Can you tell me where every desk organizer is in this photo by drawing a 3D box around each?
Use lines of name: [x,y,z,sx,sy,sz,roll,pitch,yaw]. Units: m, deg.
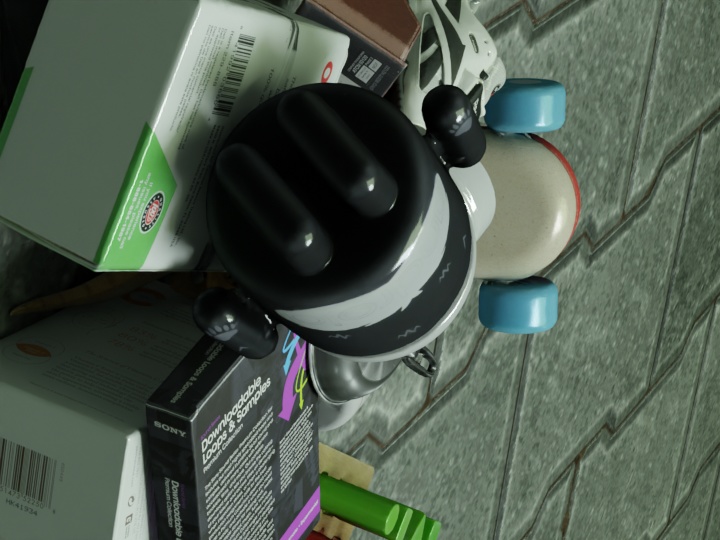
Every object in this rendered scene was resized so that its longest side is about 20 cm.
desk organizer: [-0.024,-0.123,1.347,0.077,0.071,0.200,-61,-173,-33]

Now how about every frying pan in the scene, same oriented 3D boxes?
frying pan: [0.013,0.050,1.321,0.115,0.031,0.191,-58,149,-29]

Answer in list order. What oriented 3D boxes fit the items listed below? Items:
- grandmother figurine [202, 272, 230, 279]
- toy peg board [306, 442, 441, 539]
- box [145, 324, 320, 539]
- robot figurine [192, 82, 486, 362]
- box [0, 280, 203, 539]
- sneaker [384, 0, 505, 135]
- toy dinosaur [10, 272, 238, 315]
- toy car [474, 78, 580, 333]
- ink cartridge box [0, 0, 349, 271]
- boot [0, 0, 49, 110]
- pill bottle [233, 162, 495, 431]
grandmother figurine: [-0.072,-0.017,1.462,0.121,0.060,0.201,49,63,-42]
toy peg board: [-0.023,0.249,1.728,0.201,0.097,0.200,-69,160,-6]
box: [-0.070,0.113,1.255,0.143,0.036,0.201,-51,151,-45]
robot figurine: [-0.010,-0.025,1.139,0.200,0.149,0.126,46,42,-68]
box: [-0.141,0.089,1.282,0.200,0.124,0.098,-30,135,-59]
sneaker: [0.053,-0.113,1.379,0.074,0.088,0.201,120,-25,-58]
toy dinosaur: [-0.111,-0.016,1.305,0.200,0.060,0.106,-41,124,-4]
toy car: [0.091,-0.067,1.687,0.200,0.175,0.186,-44,136,-72]
ink cartridge box: [-0.098,-0.080,1.149,0.147,0.084,0.200,-68,160,7]
boot: [-0.138,-0.165,1.159,0.165,0.065,0.201,-46,146,-32]
pill bottle: [0.000,0.000,1.423,0.200,0.113,0.114,-49,150,-36]
